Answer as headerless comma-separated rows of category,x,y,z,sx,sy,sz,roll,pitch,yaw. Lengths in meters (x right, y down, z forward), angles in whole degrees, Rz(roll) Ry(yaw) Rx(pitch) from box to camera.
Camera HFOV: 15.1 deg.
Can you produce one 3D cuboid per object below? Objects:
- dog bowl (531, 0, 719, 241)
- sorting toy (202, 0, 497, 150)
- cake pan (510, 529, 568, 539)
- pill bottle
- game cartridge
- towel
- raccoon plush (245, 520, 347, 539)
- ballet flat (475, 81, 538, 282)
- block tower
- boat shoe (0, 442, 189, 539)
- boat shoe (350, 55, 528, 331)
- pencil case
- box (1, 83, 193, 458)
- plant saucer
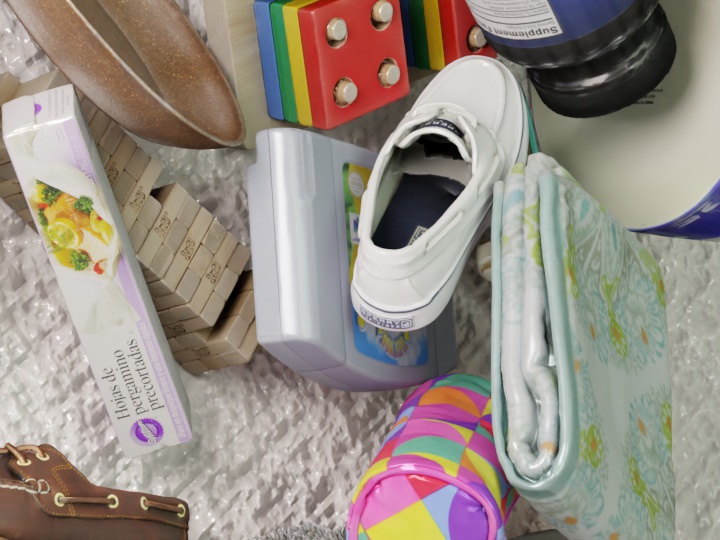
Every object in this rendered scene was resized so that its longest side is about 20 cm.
dog bowl,0.196,-0.119,1.642,0.079,0.200,0.200,3,79,-39
sorting toy,0.003,-0.187,1.533,0.200,0.070,0.199,-26,117,-41
cake pan,0.101,0.244,1.539,0.200,0.037,0.200,-2,94,-23
pill bottle,0.102,-0.184,1.507,0.112,0.112,0.200,-60,136,-32
game cartridge,0.000,0.000,1.507,0.200,0.040,0.133,12,76,-63
towel,0.125,0.056,1.478,0.171,0.048,0.200,41,44,-51
raccoon plush,-0.002,0.161,1.450,0.097,0.134,0.200,51,53,-20
ballet flat,0.090,-0.029,1.620,0.067,0.064,0.200,-107,176,-54
block tower,-0.122,-0.023,1.437,0.200,0.058,0.054,43,55,-25
boat shoe,-0.166,0.121,1.359,0.200,0.070,0.070,25,72,-45
boat shoe,0.046,-0.057,1.475,0.065,0.074,0.200,88,15,-47
pencil case,0.045,0.116,1.439,0.200,0.088,0.088,-60,127,-74
box,-0.132,0.002,1.383,0.041,0.039,0.200,-101,174,-60
plant saucer,-0.136,-0.133,1.403,0.200,0.037,0.200,48,12,-14
